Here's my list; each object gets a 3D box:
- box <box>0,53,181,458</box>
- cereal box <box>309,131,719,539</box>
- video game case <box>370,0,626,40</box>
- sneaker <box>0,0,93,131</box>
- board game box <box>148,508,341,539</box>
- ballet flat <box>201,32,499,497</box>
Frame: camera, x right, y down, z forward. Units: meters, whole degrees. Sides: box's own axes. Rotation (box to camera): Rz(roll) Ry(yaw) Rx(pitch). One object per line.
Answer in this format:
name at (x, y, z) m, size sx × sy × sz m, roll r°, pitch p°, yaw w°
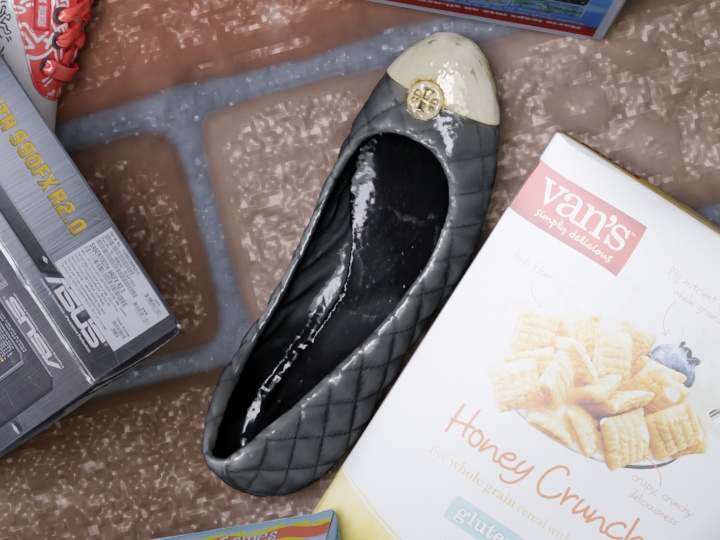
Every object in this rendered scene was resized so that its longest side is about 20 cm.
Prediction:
box at (-0.171, -0.025, 1.112) m, size 0.048 × 0.158 × 0.200 m, roll -34°, pitch 90°, yaw -35°
cereal box at (0.084, 0.065, 1.147) m, size 0.144 × 0.040 × 0.200 m, roll 32°, pitch 97°, yaw 4°
video game case at (0.036, -0.130, 1.054) m, size 0.142 × 0.200 × 0.018 m, roll 10°, pitch 78°, yaw -3°
sneaker at (-0.119, -0.125, 1.141) m, size 0.107 × 0.067 × 0.202 m, roll -12°, pitch 90°, yaw 8°
board game box at (-0.043, 0.210, 1.117) m, size 0.104 × 0.103 × 0.201 m, roll -10°, pitch 105°, yaw 7°
ballet flat at (0.000, 0.000, 1.139) m, size 0.066 × 0.057 × 0.201 m, roll 27°, pitch 95°, yaw 22°
